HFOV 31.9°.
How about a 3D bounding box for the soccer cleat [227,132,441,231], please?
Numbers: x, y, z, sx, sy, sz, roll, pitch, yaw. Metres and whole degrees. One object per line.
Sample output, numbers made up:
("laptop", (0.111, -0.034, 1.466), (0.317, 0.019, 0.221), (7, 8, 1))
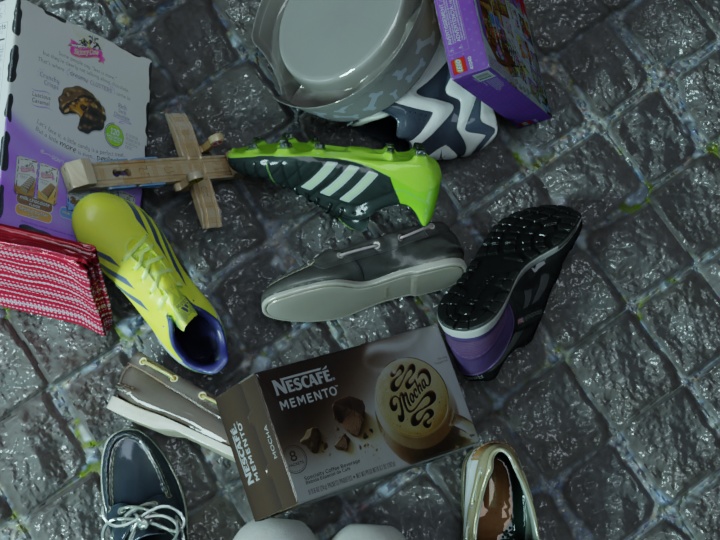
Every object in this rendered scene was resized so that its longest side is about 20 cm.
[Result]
("soccer cleat", (-0.025, -0.079, 1.155), (0.197, 0.068, 0.082), (5, 106, 4))

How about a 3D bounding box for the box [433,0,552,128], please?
("box", (0.118, -0.220, 1.159), (0.039, 0.200, 0.139), (-16, 77, 22))

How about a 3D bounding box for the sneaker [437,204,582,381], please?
("sneaker", (0.142, 0.020, 1.177), (0.075, 0.088, 0.200), (17, 49, 39))

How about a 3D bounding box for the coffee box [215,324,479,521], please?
("coffee box", (-0.010, 0.129, 1.085), (0.198, 0.080, 0.114), (-11, 77, -36))

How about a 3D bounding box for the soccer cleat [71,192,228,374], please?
("soccer cleat", (-0.174, 0.012, 1.089), (0.065, 0.084, 0.201), (-40, 126, -11))

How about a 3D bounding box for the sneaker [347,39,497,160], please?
("sneaker", (0.033, -0.189, 1.200), (0.128, 0.079, 0.201), (-23, 90, -18))

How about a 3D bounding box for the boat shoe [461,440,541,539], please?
("boat shoe", (0.123, 0.253, 1.114), (0.074, 0.068, 0.203), (-6, 78, -6))

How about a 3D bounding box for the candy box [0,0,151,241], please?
("candy box", (-0.270, -0.114, 1.112), (0.071, 0.167, 0.203), (-7, 74, 33))

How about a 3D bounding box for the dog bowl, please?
("dog bowl", (-0.008, -0.230, 1.169), (0.198, 0.059, 0.202), (-15, 61, 30))

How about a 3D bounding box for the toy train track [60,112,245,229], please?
("toy train track", (-0.174, -0.093, 1.126), (0.199, 0.032, 0.116), (-10, 76, -46))

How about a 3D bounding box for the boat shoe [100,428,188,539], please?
("boat shoe", (-0.185, 0.234, 1.095), (0.074, 0.062, 0.202), (-10, 78, -5))

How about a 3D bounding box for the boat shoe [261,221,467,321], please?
("boat shoe", (0.000, 0.000, 1.169), (0.198, 0.067, 0.057), (-11, 59, -13))

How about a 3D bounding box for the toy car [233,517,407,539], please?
("toy car", (-0.033, 0.297, 1.048), (0.197, 0.150, 0.177), (5, 76, -4))

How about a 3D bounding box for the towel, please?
("towel", (-0.285, 0.005, 1.067), (0.143, 0.200, 0.023), (14, 69, -1))

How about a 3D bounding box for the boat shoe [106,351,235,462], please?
("boat shoe", (-0.124, 0.133, 1.121), (0.198, 0.072, 0.060), (20, 78, 5))
